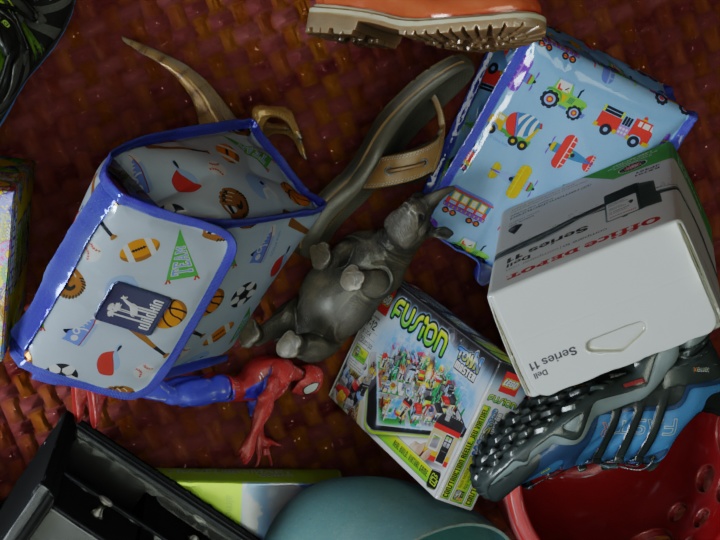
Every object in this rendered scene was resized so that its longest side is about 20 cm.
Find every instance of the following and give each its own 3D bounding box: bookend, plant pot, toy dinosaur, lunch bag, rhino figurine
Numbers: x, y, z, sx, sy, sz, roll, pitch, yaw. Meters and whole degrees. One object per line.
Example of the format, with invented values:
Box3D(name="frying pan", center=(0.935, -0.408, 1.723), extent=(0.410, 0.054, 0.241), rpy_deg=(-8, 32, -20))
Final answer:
Box3D(name="bookend", center=(-0.165, 0.215, 1.344), extent=(0.198, 0.200, 0.093), rpy_deg=(35, 96, -8))
Box3D(name="plant pot", center=(0.000, 0.230, 1.374), extent=(0.199, 0.135, 0.202), rpy_deg=(-23, 134, -27))
Box3D(name="toy dinosaur", center=(-0.099, -0.098, 1.411), extent=(0.105, 0.060, 0.202), rpy_deg=(-19, 101, -1))
Box3D(name="lunch bag", center=(-0.143, -0.006, 1.319), extent=(0.124, 0.199, 0.171), rpy_deg=(45, 119, 22))
Box3D(name="rhino figurine", center=(0.000, 0.000, 1.412), extent=(0.200, 0.087, 0.060), rpy_deg=(-44, 70, 20))
Box3D(name="plant pot", center=(0.183, 0.126, 1.413), extent=(0.198, 0.183, 0.203), rpy_deg=(-2, 102, -10))
Box3D(name="lunch bag", center=(0.140, -0.074, 1.434), extent=(0.149, 0.094, 0.201), rpy_deg=(24, 106, -12))

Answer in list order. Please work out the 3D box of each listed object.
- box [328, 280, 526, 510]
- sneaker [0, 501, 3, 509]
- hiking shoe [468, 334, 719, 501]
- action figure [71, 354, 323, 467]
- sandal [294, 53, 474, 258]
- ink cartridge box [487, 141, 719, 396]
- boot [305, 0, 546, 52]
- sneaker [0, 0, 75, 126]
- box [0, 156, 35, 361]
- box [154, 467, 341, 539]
Box3D(name="box", center=(0.049, 0.086, 1.389), extent=(0.034, 0.200, 0.111), rpy_deg=(21, 98, -29))
Box3D(name="sneaker", center=(-0.301, 0.243, 1.443), extent=(0.200, 0.076, 0.116), rpy_deg=(40, 92, -14))
Box3D(name="hiking shoe", center=(0.170, 0.112, 1.279), extent=(0.199, 0.074, 0.087), rpy_deg=(-32, 102, -3))
Box3D(name="action figure", center=(-0.116, 0.117, 1.426), extent=(0.198, 0.065, 0.100), rpy_deg=(-8, 97, -26))
Box3D(name="sandal", center=(0.025, -0.079, 1.412), extent=(0.055, 0.082, 0.200), rpy_deg=(42, 97, 10))
Box3D(name="ink cartridge box", center=(0.173, -0.004, 1.314), extent=(0.145, 0.200, 0.084), rpy_deg=(-22, 105, 14))
Box3D(name="boot", center=(0.051, -0.216, 1.361), extent=(0.198, 0.075, 0.109), rpy_deg=(11, 89, 33))
Box3D(name="sneaker", center=(-0.258, -0.175, 1.352), extent=(0.070, 0.083, 0.201), rpy_deg=(25, 70, -6))
Box3D(name="box", center=(-0.342, -0.019, 1.332), extent=(0.197, 0.193, 0.124), rpy_deg=(5, 100, -7))
Box3D(name="box", center=(-0.091, 0.219, 1.474), extent=(0.197, 0.048, 0.124), rpy_deg=(1, 100, -5))
